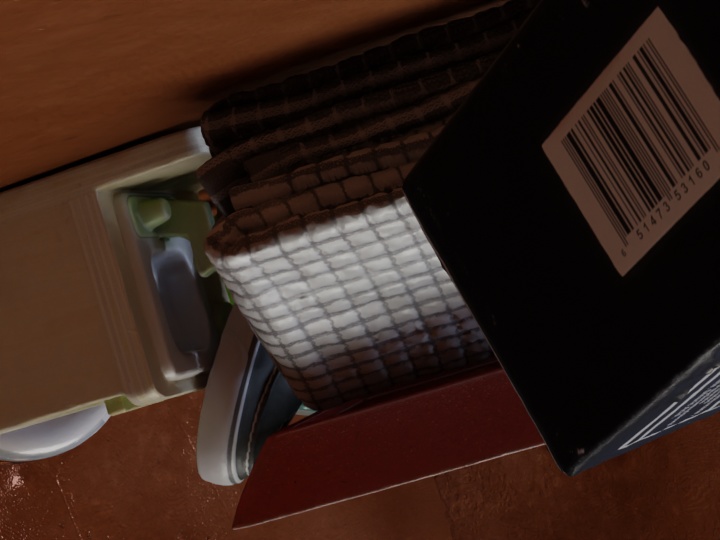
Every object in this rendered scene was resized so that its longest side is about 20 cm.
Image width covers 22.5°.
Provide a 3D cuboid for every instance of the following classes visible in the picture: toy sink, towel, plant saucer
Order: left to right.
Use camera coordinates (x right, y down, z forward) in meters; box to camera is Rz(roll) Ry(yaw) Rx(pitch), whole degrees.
[{"bbox_3d":[-0.128,0.015,0.875,0.199,0.113,0.130,-18,178,15],"label":"toy sink"},{"bbox_3d":[0.040,-0.028,0.773,0.199,0.086,0.166,-18,149,7],"label":"towel"},{"bbox_3d":[0.053,0.063,0.851,0.199,0.037,0.200,-17,179,14],"label":"plant saucer"}]

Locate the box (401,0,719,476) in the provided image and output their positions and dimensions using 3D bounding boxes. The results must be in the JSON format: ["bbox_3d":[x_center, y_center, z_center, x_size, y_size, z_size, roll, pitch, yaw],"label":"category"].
[{"bbox_3d":[0.152,-0.054,0.575,0.198,0.124,0.200,-15,157,-36],"label":"box"}]

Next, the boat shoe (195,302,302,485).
[{"bbox_3d":[-0.022,0.015,0.888,0.056,0.201,0.069,17,159,15],"label":"boat shoe"}]

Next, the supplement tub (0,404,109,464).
[{"bbox_3d":[-0.209,0.055,1.095,0.122,0.123,0.200,-16,177,-16],"label":"supplement tub"}]

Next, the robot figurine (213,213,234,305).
[{"bbox_3d":[0.000,0.000,1.016,0.199,0.176,0.116,9,-140,38],"label":"robot figurine"}]

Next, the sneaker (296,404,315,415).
[{"bbox_3d":[-0.072,0.031,1.154,0.199,0.072,0.080,23,154,-4],"label":"sneaker"}]
